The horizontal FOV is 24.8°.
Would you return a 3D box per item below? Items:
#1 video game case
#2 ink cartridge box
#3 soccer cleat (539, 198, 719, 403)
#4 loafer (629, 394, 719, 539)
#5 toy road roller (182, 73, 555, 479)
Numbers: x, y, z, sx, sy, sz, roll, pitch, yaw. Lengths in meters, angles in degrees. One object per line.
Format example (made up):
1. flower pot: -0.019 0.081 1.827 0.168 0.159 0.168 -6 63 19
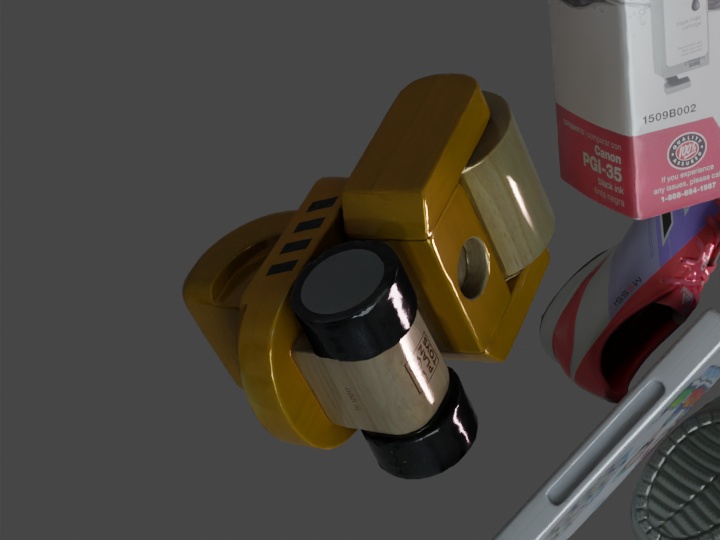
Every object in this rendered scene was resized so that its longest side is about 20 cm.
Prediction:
1. video game case: 0.157 0.099 0.966 0.182 0.024 0.200 -49 166 7
2. ink cartridge box: 0.174 -0.145 0.833 0.146 0.083 0.201 -15 115 -17
3. soccer cleat: 0.184 -0.014 0.948 0.068 0.073 0.201 27 105 -35
4. loafer: 0.251 0.106 1.046 0.200 0.075 0.070 -46 157 -3
5. toy road roller: 0.000 0.000 0.855 0.201 0.145 0.123 -59 137 -33
